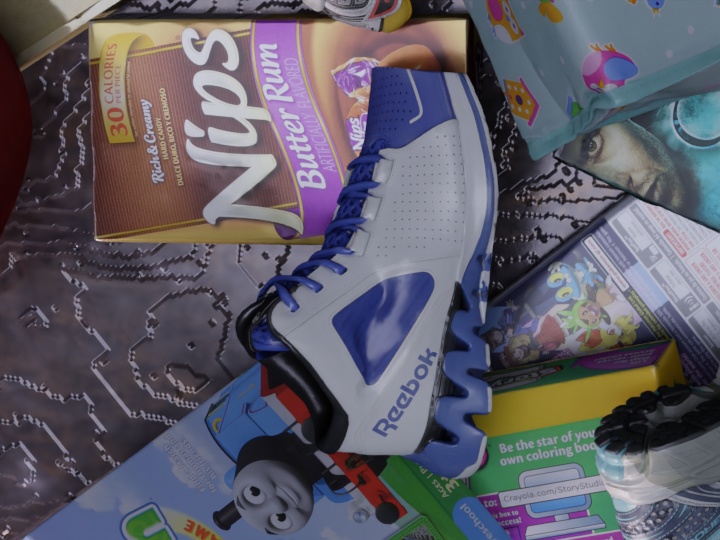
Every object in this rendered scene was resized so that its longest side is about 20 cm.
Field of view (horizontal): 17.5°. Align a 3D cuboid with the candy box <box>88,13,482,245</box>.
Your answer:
[{"bbox_3d":[-0.038,-0.073,1.206,0.199,0.056,0.117,1,99,11],"label":"candy box"}]

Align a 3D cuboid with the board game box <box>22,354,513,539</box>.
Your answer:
[{"bbox_3d":[-0.043,0.133,1.111,0.151,0.200,0.037,49,146,6],"label":"board game box"}]

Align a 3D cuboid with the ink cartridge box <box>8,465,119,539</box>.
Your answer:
[{"bbox_3d":[-0.154,0.199,1.197,0.084,0.200,0.145,33,103,7],"label":"ink cartridge box"}]

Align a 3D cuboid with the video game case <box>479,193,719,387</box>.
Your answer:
[{"bbox_3d":[0.178,0.056,1.206,0.182,0.023,0.200,-38,92,13],"label":"video game case"}]

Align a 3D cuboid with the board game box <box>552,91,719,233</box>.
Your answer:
[{"bbox_3d":[0.196,-0.119,1.156,0.135,0.028,0.201,24,93,5],"label":"board game box"}]

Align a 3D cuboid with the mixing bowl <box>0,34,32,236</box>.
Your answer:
[{"bbox_3d":[-0.243,-0.081,1.195,0.199,0.108,0.201,22,136,23],"label":"mixing bowl"}]

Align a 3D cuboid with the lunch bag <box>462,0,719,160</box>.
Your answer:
[{"bbox_3d":[0.144,-0.167,1.084,0.199,0.122,0.171,-22,84,-20],"label":"lunch bag"}]

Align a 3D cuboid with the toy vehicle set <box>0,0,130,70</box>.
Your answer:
[{"bbox_3d":[-0.148,-0.198,1.220,0.199,0.027,0.125,-30,93,13],"label":"toy vehicle set"}]

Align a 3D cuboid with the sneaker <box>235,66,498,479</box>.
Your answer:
[{"bbox_3d":[0.000,0.001,1.111,0.115,0.081,0.201,0,88,-19],"label":"sneaker"}]

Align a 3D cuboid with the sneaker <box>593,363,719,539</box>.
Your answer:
[{"bbox_3d":[0.197,0.084,1.130,0.199,0.078,0.087,-20,112,-26],"label":"sneaker"}]

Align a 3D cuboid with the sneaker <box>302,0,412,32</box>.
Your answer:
[{"bbox_3d":[0.035,-0.207,1.154,0.082,0.078,0.201,32,88,-9],"label":"sneaker"}]

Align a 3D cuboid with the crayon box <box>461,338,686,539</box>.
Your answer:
[{"bbox_3d":[0.083,0.140,1.200,0.199,0.058,0.173,-11,98,22],"label":"crayon box"}]
